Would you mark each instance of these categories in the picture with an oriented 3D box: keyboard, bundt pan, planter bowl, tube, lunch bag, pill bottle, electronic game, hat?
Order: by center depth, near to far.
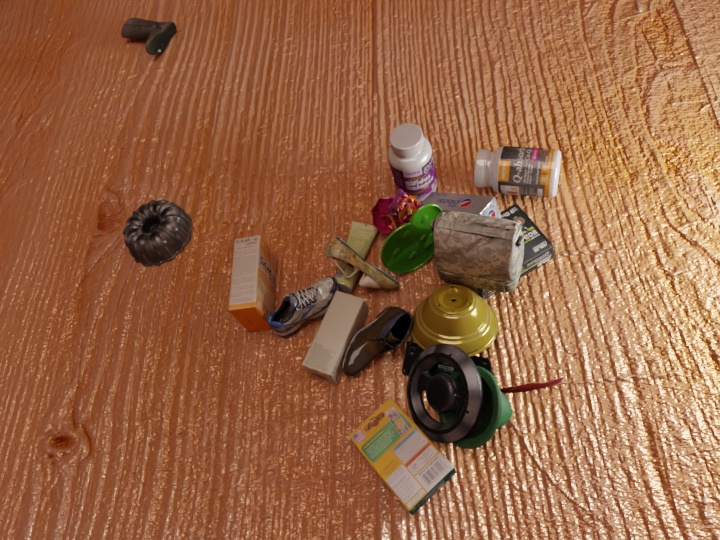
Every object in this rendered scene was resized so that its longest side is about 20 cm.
[{"bbox_3d":[0.171,0.254,1.287,0.199,0.041,0.203,-10,77,47],"label":"electronic game"},{"bbox_3d":[0.291,0.292,1.300,0.199,0.175,0.168,-13,67,51],"label":"hat"},{"bbox_3d":[0.258,-0.051,1.342,0.198,0.168,0.141,12,71,22],"label":"lunch bag"},{"bbox_3d":[0.205,0.091,1.368,0.198,0.084,0.202,-5,41,5],"label":"planter bowl"},{"bbox_3d":[0.196,0.202,1.379,0.198,0.040,0.105,11,87,20],"label":"keyboard"},{"bbox_3d":[0.387,-0.245,1.530,0.198,0.117,0.117,7,62,19],"label":"pill bottle"},{"bbox_3d":[-0.014,-0.037,1.562,0.052,0.058,0.202,-26,39,53],"label":"tube"},{"bbox_3d":[0.130,-0.272,1.565,0.111,0.201,0.113,-7,59,11],"label":"pill bottle"},{"bbox_3d":[-0.580,-0.117,1.744,0.199,0.076,0.204,-7,60,12],"label":"bundt pan"}]

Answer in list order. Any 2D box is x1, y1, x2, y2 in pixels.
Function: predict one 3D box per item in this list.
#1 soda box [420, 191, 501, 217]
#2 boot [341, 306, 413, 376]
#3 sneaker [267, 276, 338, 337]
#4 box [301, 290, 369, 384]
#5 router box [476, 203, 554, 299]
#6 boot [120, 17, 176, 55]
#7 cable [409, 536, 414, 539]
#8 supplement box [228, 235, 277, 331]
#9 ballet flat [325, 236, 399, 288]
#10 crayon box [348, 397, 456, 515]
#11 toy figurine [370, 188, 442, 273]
[{"bbox_3d":[0.235,-0.140,1.495,0.199,0.064,0.068,12,50,47],"label":"soda box"},{"bbox_3d":[0.038,0.157,1.391,0.075,0.097,0.200,44,74,-13],"label":"boot"},{"bbox_3d":[-0.139,0.082,1.483,0.200,0.085,0.077,-41,58,3],"label":"sneaker"},{"bbox_3d":[-0.056,0.155,1.445,0.081,0.069,0.201,17,66,23],"label":"box"},{"bbox_3d":[0.330,-0.046,1.461,0.199,0.062,0.150,-31,59,-4],"label":"router box"},{"bbox_3d":[-0.783,-0.846,2.228,0.198,0.073,0.183,15,52,15],"label":"boot"},{"bbox_3d":[0.126,0.601,1.145,0.097,0.050,0.200,-43,58,-8],"label":"cable"},{"bbox_3d":[-0.264,0.032,1.540,0.073,0.126,0.202,-8,59,11],"label":"supplement box"},{"bbox_3d":[0.000,0.000,1.492,0.199,0.071,0.071,37,71,-5],"label":"ballet flat"},{"bbox_3d":[0.085,0.381,1.285,0.125,0.052,0.200,-40,59,-10],"label":"crayon box"},{"bbox_3d":[0.097,-0.129,1.521,0.149,0.201,0.185,8,35,-32],"label":"toy figurine"}]
